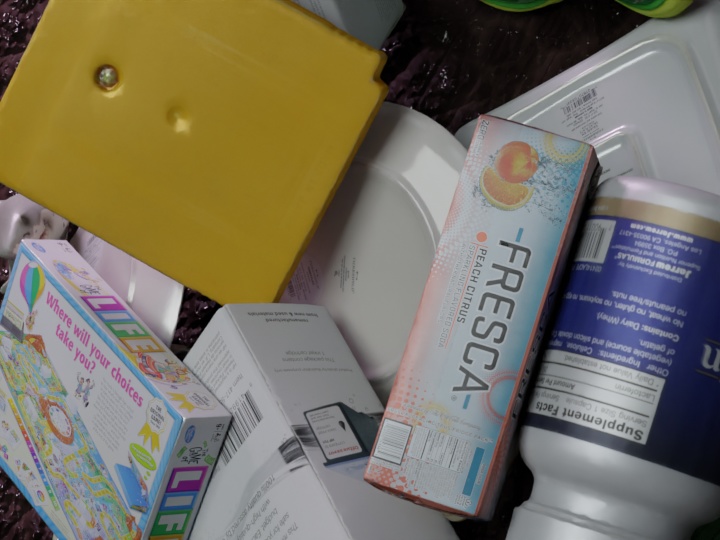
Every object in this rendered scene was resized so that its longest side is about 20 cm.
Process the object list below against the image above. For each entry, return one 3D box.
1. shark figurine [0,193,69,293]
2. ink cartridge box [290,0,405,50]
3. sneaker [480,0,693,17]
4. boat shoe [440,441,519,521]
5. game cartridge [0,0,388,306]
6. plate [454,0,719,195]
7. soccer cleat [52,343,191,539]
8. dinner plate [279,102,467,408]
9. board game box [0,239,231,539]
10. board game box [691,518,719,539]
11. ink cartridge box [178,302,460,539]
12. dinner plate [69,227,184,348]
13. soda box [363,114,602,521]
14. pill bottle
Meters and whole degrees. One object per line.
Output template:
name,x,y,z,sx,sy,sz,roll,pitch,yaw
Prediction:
shark figurine,-0.241,-0.012,1.455,0.215,0.089,0.128,116,179,-54
ink cartridge box,-0.092,-0.210,1.300,0.176,0.200,0.084,-2,40,27
sneaker,0.117,-0.197,1.273,0.200,0.084,0.074,11,73,50
boat shoe,0.065,0.035,1.184,0.074,0.069,0.200,-7,61,68
game cartridge,-0.103,-0.091,1.262,0.200,0.032,0.176,29,102,4
plate,0.146,-0.045,1.234,0.200,0.032,0.200,-30,57,26
soccer cleat,-0.145,0.138,1.355,0.078,0.069,0.200,-19,57,52
dinner plate,0.000,0.000,1.283,0.200,0.024,0.200,3,95,39
board game box,-0.160,0.088,1.282,0.200,0.034,0.135,43,121,42
board game box,0.213,0.091,1.132,0.200,0.023,0.105,-50,52,12
ink cartridge box,-0.042,0.140,1.232,0.146,0.086,0.200,-54,54,33
dinner plate,-0.165,0.025,1.364,0.200,0.024,0.200,-37,44,46
soda box,0.065,0.026,1.114,0.064,0.068,0.200,17,85,12
pill bottle,0.147,0.062,1.104,0.116,0.116,0.200,14,84,40
